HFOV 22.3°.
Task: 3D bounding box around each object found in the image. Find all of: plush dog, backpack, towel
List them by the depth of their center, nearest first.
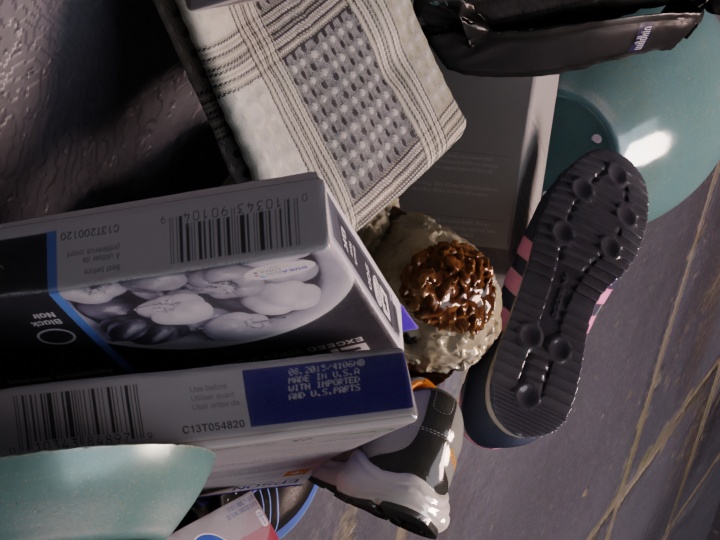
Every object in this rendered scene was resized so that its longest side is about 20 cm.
[{"bbox_3d":[-0.023,-0.123,0.930,0.192,0.034,0.201,-41,112,-48],"label":"towel"},{"bbox_3d":[0.000,0.000,1.030,0.161,0.171,0.200,-61,176,-17],"label":"plush dog"},{"bbox_3d":[0.109,-0.199,1.051,0.199,0.127,0.167,-20,139,-3],"label":"backpack"}]

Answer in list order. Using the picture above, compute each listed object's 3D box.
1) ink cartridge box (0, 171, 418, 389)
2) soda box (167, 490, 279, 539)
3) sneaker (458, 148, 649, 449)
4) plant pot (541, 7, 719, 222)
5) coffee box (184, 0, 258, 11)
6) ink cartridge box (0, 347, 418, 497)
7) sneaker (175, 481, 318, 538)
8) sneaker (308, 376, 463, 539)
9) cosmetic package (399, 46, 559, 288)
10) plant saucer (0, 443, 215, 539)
[{"bbox_3d":[-0.084,0.024,0.869,0.200,0.197,0.044,55,28,-64],"label":"ink cartridge box"},{"bbox_3d":[-0.107,0.174,0.905,0.070,0.064,0.200,-34,174,26],"label":"soda box"},{"bbox_3d":[0.107,0.017,1.090,0.200,0.070,0.082,-61,-169,-27],"label":"sneaker"},{"bbox_3d":[0.148,-0.104,1.255,0.135,0.199,0.201,-49,156,-57],"label":"plant pot"},{"bbox_3d":[-0.011,-0.196,0.876,0.200,0.079,0.115,-24,101,-56],"label":"coffee box"},{"bbox_3d":[-0.095,0.083,0.896,0.200,0.199,0.041,140,-57,-66],"label":"ink cartridge box"},{"bbox_3d":[-0.080,0.133,1.077,0.200,0.070,0.078,-50,160,-35],"label":"sneaker"},{"bbox_3d":[0.016,0.098,1.023,0.080,0.074,0.200,-67,-167,-7],"label":"sneaker"},{"bbox_3d":[0.064,-0.098,1.144,0.090,0.106,0.201,58,42,-66],"label":"cosmetic package"},{"bbox_3d":[-0.159,0.113,0.800,0.200,0.199,0.036,28,50,-70],"label":"plant saucer"}]
